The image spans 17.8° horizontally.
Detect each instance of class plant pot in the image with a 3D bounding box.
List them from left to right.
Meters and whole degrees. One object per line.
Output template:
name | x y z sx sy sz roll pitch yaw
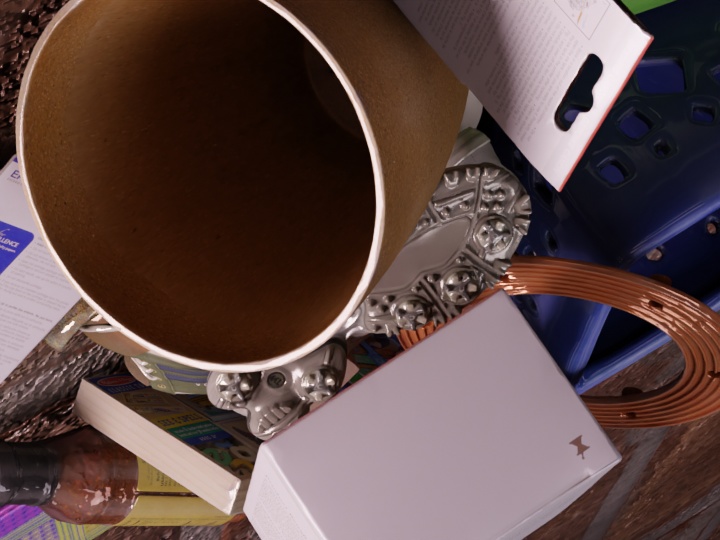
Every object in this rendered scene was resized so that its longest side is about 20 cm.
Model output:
plant pot | -0.030 -0.076 1.082 0.186 0.186 0.200 -51 173 33
plant pot | 0.157 -0.070 1.367 0.200 0.180 0.200 -31 158 -19

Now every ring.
ring | 0.118 0.038 1.284 0.200 0.200 0.019 96 7 -64

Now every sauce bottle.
sauce bottle | -0.150 0.123 1.398 0.200 0.066 0.066 9 132 -45

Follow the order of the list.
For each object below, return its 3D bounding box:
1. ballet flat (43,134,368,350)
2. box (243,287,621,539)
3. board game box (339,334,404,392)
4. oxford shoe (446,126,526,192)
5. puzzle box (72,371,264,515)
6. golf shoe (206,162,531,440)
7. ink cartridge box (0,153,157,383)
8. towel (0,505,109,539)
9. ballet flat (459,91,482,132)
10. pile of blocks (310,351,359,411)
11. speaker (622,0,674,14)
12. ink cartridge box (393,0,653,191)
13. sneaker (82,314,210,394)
ballet flat | -0.081 -0.010 1.194 0.200 0.071 0.071 -20 158 -6
box | 0.031 0.112 1.211 0.152 0.106 0.200 -32 170 -13
board game box | 0.019 0.072 1.420 0.135 0.200 0.034 -21 131 -37
oxford shoe | 0.046 -0.016 1.297 0.075 0.058 0.200 -41 172 -22
puzzle box | -0.066 0.096 1.427 0.200 0.133 0.025 -7 121 -56
golf shoe | 0.000 0.000 1.208 0.200 0.078 0.097 -36 -159 14
ink cartridge box | -0.198 0.016 1.125 0.200 0.037 0.095 -43 140 22
towel | -0.207 0.160 1.484 0.200 0.023 0.144 -32 160 -15
ballet flat | 0.029 -0.076 1.302 0.069 0.063 0.200 -33 161 -30
pile of blocks | -0.035 -0.017 1.283 0.082 0.062 0.200 3 114 -15
speaker | 0.152 -0.183 1.252 0.200 0.088 0.088 -22 155 -37
ink cartridge box | 0.060 -0.145 1.005 0.050 0.200 0.109 -25 157 -34
sneaker | -0.109 0.041 1.320 0.090 0.067 0.200 -30 157 33
